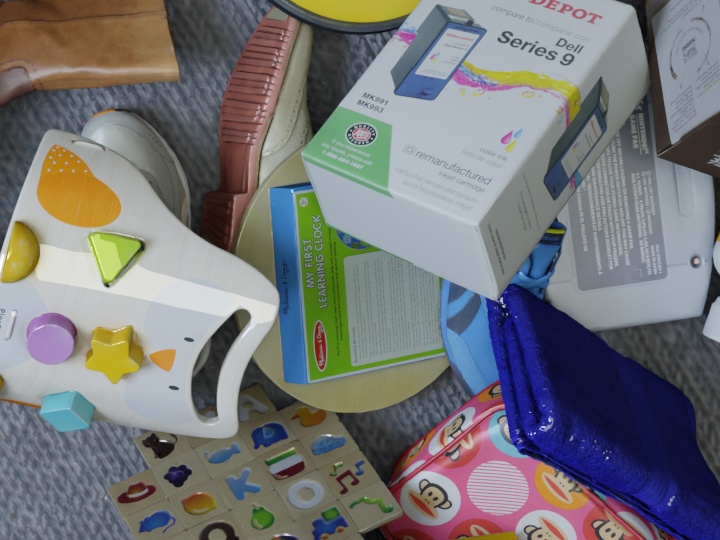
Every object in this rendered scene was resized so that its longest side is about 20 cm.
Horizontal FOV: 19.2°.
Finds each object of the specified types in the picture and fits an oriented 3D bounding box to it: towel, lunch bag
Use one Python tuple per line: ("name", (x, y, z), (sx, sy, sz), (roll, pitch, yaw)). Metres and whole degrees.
("towel", (0.166, 0.104, 1.453), (0.200, 0.148, 0.050), (33, 117, -33))
("lunch bag", (0.112, 0.192, 1.502), (0.176, 0.082, 0.200), (-40, 97, 23))

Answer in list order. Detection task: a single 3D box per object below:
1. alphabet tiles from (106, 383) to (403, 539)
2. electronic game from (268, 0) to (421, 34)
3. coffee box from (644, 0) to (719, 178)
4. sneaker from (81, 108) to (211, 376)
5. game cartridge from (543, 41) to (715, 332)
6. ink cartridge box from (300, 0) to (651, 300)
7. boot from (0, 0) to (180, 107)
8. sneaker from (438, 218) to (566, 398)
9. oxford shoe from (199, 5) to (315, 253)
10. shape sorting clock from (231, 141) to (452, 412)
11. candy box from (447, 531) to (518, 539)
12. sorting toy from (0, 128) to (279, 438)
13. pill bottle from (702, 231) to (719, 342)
("alphabet tiles", (-0.073, 0.157, 1.447), (0.166, 0.200, 0.006), (-24, 134, -14))
("electronic game", (-0.005, -0.262, 1.462), (0.199, 0.042, 0.201), (1, 86, -16))
("coffee box", (0.257, -0.163, 1.429), (0.114, 0.080, 0.201), (16, 58, -27))
("sneaker", (-0.145, -0.015, 1.469), (0.075, 0.092, 0.201), (-17, 97, -3))
("game cartridge", (0.184, -0.059, 1.519), (0.133, 0.041, 0.201), (-7, 96, 0))
("ink cartridge box", (0.079, -0.101, 1.410), (0.145, 0.088, 0.200), (24, 63, 30))
("boot", (-0.220, -0.119, 1.430), (0.199, 0.189, 0.069), (-5, 134, -4))
("sneaker", (0.103, 0.003, 1.483), (0.066, 0.078, 0.201), (-12, 108, -39))
("oxford shoe", (-0.058, -0.087, 1.491), (0.074, 0.071, 0.201), (11, 98, -27))
("shape sorting clock", (0.000, 0.000, 1.487), (0.199, 0.039, 0.201), (-5, 101, -30))
("candy box", (0.016, 0.215, 1.399), (0.102, 0.200, 0.026), (-42, 64, 31))
("sorting toy", (-0.152, 0.038, 1.394), (0.180, 0.107, 0.200), (17, 117, -3))
("pill bottle", (0.315, -0.034, 1.492), (0.112, 0.113, 0.201), (20, 94, -6))
